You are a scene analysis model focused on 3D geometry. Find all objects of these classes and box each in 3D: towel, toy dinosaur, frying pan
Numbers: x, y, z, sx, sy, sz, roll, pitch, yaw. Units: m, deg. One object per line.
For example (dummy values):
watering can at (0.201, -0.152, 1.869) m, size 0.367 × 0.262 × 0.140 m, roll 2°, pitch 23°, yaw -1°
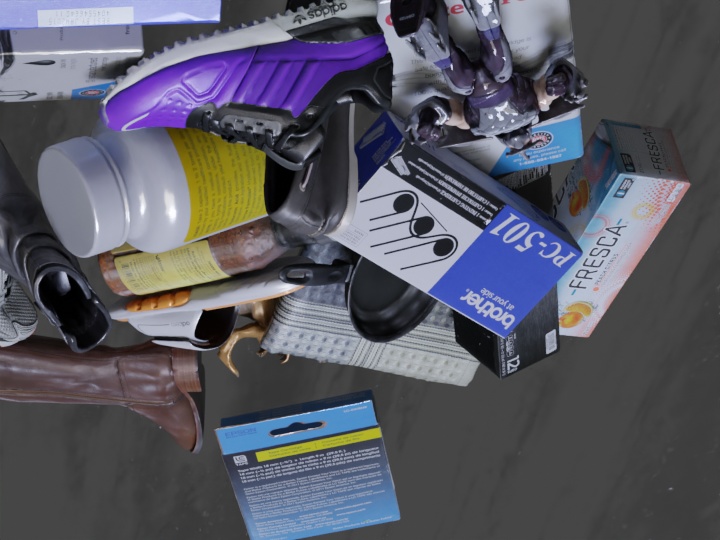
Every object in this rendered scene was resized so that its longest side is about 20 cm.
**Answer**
towel at (0.039, 0.003, 1.689) m, size 0.200 × 0.035 × 0.193 m, roll 12°, pitch 118°, yaw -24°
toy dinosaur at (-0.092, 0.023, 1.702) m, size 0.106 × 0.060 × 0.200 m, roll -43°, pitch 141°, yaw -2°
frying pan at (0.000, 0.015, 1.602) m, size 0.190 × 0.031 × 0.115 m, roll -23°, pitch 128°, yaw -36°

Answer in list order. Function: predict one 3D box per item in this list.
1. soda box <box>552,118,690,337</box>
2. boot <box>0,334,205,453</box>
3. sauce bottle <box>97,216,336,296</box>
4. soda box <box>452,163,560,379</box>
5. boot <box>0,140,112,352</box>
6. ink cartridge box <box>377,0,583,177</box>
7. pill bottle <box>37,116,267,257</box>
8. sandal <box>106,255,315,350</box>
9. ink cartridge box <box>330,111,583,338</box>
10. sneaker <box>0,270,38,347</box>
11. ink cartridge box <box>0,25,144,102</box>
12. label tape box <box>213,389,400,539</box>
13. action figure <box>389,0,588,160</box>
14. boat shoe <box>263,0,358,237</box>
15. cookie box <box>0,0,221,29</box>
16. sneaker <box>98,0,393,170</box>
soda box at (0.192, -0.031, 1.681) m, size 0.068 × 0.064 × 0.200 m, roll 7°, pitch 136°, yaw -22°
boot at (-0.234, 0.104, 1.753) m, size 0.200 × 0.064 × 0.186 m, roll -1°, pitch 148°, yaw -2°
sauce bottle at (-0.108, -0.024, 1.584) m, size 0.200 × 0.066 × 0.066 m, roll -8°, pitch 144°, yaw 27°
soda box at (0.112, -0.017, 1.628) m, size 0.063 × 0.071 × 0.200 m, roll -24°, pitch 129°, yaw -23°
boot at (-0.248, -0.032, 1.457) m, size 0.070 × 0.132 × 0.200 m, roll -42°, pitch 139°, yaw 1°
ink cartridge box at (0.078, -0.162, 1.484) m, size 0.145 × 0.084 × 0.200 m, roll -11°, pitch 140°, yaw 2°
pill bottle at (-0.124, -0.077, 1.464) m, size 0.200 × 0.111 × 0.111 m, roll -21°, pitch 148°, yaw -32°
sandal at (-0.117, 0.035, 1.624) m, size 0.207 × 0.079 × 0.059 m, roll -8°, pitch 107°, yaw 38°
ink cartridge box at (0.064, -0.032, 1.516) m, size 0.200 × 0.044 × 0.094 m, roll 30°, pitch 109°, yaw -37°
sneaker at (-0.293, -0.012, 1.584) m, size 0.082 × 0.078 × 0.200 m, roll -17°, pitch 140°, yaw 6°
ink cartridge box at (-0.250, -0.164, 1.362) m, size 0.200 × 0.084 × 0.146 m, roll -4°, pitch 174°, yaw -9°
label tape box at (-0.049, 0.163, 1.857) m, size 0.144 × 0.063 × 0.200 m, roll -11°, pitch 140°, yaw 1°
action figure at (0.083, -0.134, 1.402) m, size 0.130 × 0.069 × 0.200 m, roll -24°, pitch 141°, yaw 9°
boat shoe at (-0.039, -0.121, 1.417) m, size 0.057 × 0.200 × 0.067 m, roll 10°, pitch 157°, yaw -34°
cookie box at (-0.176, -0.225, 1.255) m, size 0.171 × 0.200 × 0.075 m, roll -3°, pitch 125°, yaw -10°
sneaker at (-0.069, -0.110, 1.347) m, size 0.200 × 0.100 × 0.070 m, roll -18°, pitch 177°, yaw -8°
